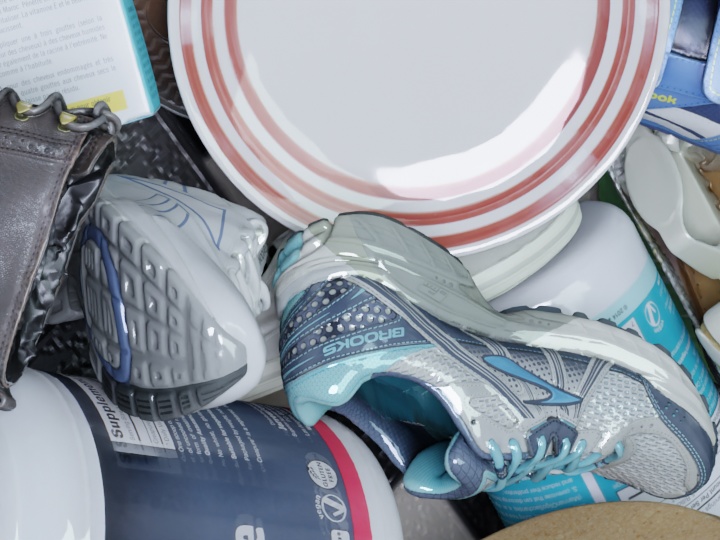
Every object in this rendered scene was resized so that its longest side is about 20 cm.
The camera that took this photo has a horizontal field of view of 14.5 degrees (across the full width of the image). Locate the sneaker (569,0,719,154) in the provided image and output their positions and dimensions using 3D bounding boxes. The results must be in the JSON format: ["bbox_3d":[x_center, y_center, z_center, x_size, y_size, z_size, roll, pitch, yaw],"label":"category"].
[{"bbox_3d":[0.128,-0.095,1.162,0.082,0.199,0.074,45,55,-64],"label":"sneaker"}]

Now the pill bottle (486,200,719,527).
[{"bbox_3d":[0.107,0.079,1.228,0.111,0.110,0.201,-38,109,-31],"label":"pill bottle"}]

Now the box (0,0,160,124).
[{"bbox_3d":[-0.142,-0.147,1.079,0.082,0.049,0.201,-15,97,1],"label":"box"}]

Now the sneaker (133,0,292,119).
[{"bbox_3d":[-0.038,-0.102,1.176,0.199,0.073,0.085,28,38,-24],"label":"sneaker"}]

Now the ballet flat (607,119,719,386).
[{"bbox_3d":[0.156,0.003,1.205,0.072,0.072,0.201,-16,71,-35],"label":"ballet flat"}]

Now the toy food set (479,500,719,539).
[{"bbox_3d":[0.086,0.158,1.095,0.198,0.199,0.049,-88,158,-59],"label":"toy food set"}]

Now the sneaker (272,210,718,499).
[{"bbox_3d":[0.050,0.059,1.098,0.199,0.078,0.087,23,50,-20],"label":"sneaker"}]

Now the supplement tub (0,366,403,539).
[{"bbox_3d":[-0.096,0.111,1.061,0.199,0.140,0.142,10,81,-35],"label":"supplement tub"}]

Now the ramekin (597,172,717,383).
[{"bbox_3d":[0.216,-0.045,1.321,0.199,0.097,0.202,2,86,-36],"label":"ramekin"}]

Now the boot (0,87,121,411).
[{"bbox_3d":[-0.166,-0.063,1.006,0.069,0.173,0.202,25,77,-76],"label":"boot"}]

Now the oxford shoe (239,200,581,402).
[{"bbox_3d":[0.000,0.000,1.160,0.199,0.075,0.058,-22,100,-15],"label":"oxford shoe"}]

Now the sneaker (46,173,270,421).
[{"bbox_3d":[-0.067,-0.002,1.048,0.086,0.200,0.075,-6,109,-19],"label":"sneaker"}]

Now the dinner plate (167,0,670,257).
[{"bbox_3d":[0.023,-0.103,1.114,0.198,0.024,0.202,-1,105,-5],"label":"dinner plate"}]
